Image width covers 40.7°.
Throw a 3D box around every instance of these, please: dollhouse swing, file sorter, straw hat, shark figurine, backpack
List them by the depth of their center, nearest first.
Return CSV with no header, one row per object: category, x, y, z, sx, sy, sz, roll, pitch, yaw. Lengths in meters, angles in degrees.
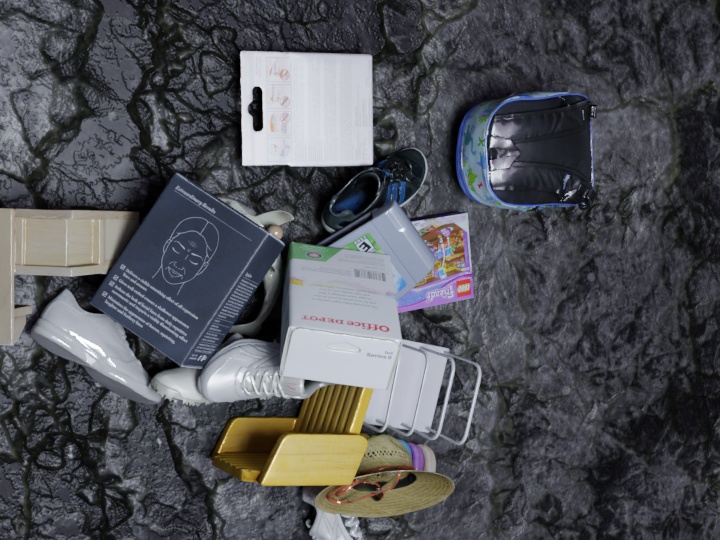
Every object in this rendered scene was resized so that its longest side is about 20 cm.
dollhouse swing,-0.093,0.193,1.345,0.182,0.200,0.176,6,88,-27
shark figurine,-0.137,-0.010,1.367,0.128,0.090,0.215,-10,94,10
straw hat,0.030,0.283,1.391,0.201,0.201,0.085,10,53,-27
file sorter,0.060,0.177,1.457,0.200,0.125,0.139,13,91,-26
backpack,0.242,-0.181,1.484,0.200,0.147,0.183,-7,101,-29

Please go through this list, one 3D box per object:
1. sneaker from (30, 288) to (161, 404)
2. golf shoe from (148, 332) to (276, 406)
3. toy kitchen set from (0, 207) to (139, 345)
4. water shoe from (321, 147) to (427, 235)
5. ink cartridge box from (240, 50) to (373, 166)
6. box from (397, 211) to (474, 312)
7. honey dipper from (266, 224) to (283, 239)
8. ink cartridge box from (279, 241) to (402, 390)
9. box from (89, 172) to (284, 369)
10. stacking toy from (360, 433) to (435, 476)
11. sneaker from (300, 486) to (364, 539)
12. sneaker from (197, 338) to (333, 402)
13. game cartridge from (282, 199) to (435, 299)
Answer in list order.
sneaker,-0.333,0.102,1.292,0.200,0.075,0.089,42,58,-27
golf shoe,-0.198,0.128,1.331,0.200,0.078,0.097,-2,112,-48
toy kitchen set,-0.413,0.003,1.234,0.200,0.180,0.163,3,93,14
water shoe,0.031,-0.121,1.410,0.072,0.079,0.200,45,66,9
ink cartridge box,-0.079,-0.229,1.382,0.200,0.050,0.161,-3,99,-22
box,0.076,-0.009,1.487,0.200,0.039,0.137,-10,101,-24
honey dipper,-0.193,-0.006,1.314,0.200,0.038,0.038,-28,110,6
ink cartridge box,-0.030,0.057,1.284,0.145,0.200,0.088,8,121,-9
box,-0.219,0.003,1.246,0.148,0.107,0.200,34,88,9
stacking toy,0.014,0.281,1.472,0.200,0.085,0.085,23,87,-25
sneaker,-0.037,0.401,1.477,0.081,0.075,0.200,-16,101,-10
sneaker,-0.112,0.135,1.275,0.200,0.099,0.078,-14,114,-18
game cartridge,0.000,0.000,1.389,0.200,0.040,0.133,-31,120,14
